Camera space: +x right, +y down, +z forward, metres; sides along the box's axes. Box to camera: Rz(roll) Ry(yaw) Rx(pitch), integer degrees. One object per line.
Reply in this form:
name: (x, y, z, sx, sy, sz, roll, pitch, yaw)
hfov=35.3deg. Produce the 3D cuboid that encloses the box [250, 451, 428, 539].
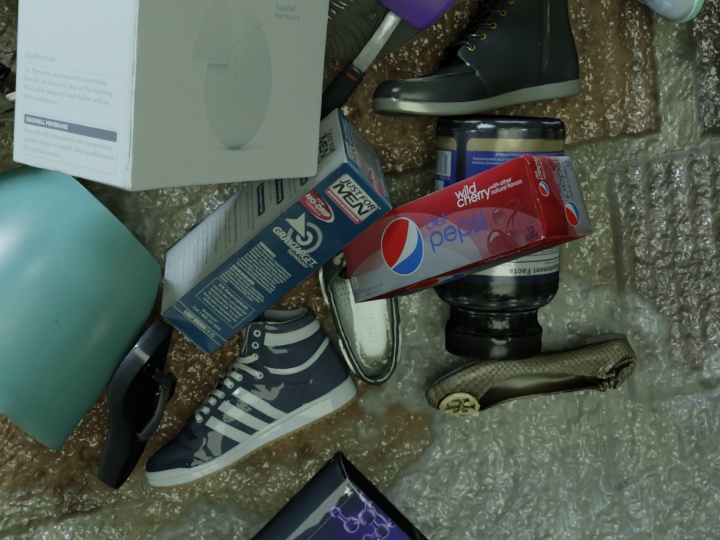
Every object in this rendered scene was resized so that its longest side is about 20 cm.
box: (-0.039, 0.290, 1.020, 0.200, 0.079, 0.141, -45, 99, 1)

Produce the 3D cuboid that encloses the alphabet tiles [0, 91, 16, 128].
alphabet tiles: (-0.325, -0.106, 0.872, 0.198, 0.167, 0.008, -20, 95, -4)

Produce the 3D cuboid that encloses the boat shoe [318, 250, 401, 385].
boat shoe: (0.000, 0.000, 0.985, 0.075, 0.060, 0.202, -16, 99, 0)

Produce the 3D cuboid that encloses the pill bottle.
pill bottle: (0.117, -0.030, 0.971, 0.110, 0.112, 0.203, 0, 99, -7)

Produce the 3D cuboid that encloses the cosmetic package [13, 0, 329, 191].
cosmetic package: (-0.126, -0.170, 0.792, 0.122, 0.198, 0.203, 15, 104, 33)

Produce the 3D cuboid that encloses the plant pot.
plant pot: (-0.256, 0.013, 0.893, 0.201, 0.200, 0.161, 45, 78, -12)

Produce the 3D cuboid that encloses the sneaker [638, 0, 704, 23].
sneaker: (0.194, -0.272, 0.936, 0.140, 0.078, 0.201, -38, 94, -32)

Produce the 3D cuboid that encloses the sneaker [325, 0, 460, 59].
sneaker: (0.043, -0.252, 0.947, 0.198, 0.107, 0.075, -23, 120, 25)

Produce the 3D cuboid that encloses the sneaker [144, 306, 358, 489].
sneaker: (-0.110, 0.103, 0.983, 0.198, 0.070, 0.110, -25, 104, -8)

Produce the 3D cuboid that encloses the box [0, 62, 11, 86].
box: (-0.373, -0.194, 0.855, 0.199, 0.159, 0.046, 34, 91, -11)

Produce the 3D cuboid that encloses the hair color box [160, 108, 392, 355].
hair color box: (-0.071, -0.031, 0.922, 0.199, 0.100, 0.060, -38, 119, 17)

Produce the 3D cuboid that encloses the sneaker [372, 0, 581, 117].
sneaker: (0.093, -0.189, 0.952, 0.198, 0.075, 0.108, -13, 102, -26)

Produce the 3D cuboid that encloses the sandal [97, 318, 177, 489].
sandal: (-0.176, 0.112, 0.936, 0.042, 0.076, 0.201, 26, 138, 6)

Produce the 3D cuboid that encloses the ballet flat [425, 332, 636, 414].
ballet flat: (0.156, 0.101, 1.019, 0.197, 0.068, 0.047, -11, 65, -10)

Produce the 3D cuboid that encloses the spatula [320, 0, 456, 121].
spatula: (0.007, -0.178, 0.919, 0.056, 0.021, 0.200, 33, 133, -12)

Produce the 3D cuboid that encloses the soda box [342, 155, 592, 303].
soda box: (0.076, -0.030, 0.884, 0.070, 0.199, 0.064, -6, 79, -47)
